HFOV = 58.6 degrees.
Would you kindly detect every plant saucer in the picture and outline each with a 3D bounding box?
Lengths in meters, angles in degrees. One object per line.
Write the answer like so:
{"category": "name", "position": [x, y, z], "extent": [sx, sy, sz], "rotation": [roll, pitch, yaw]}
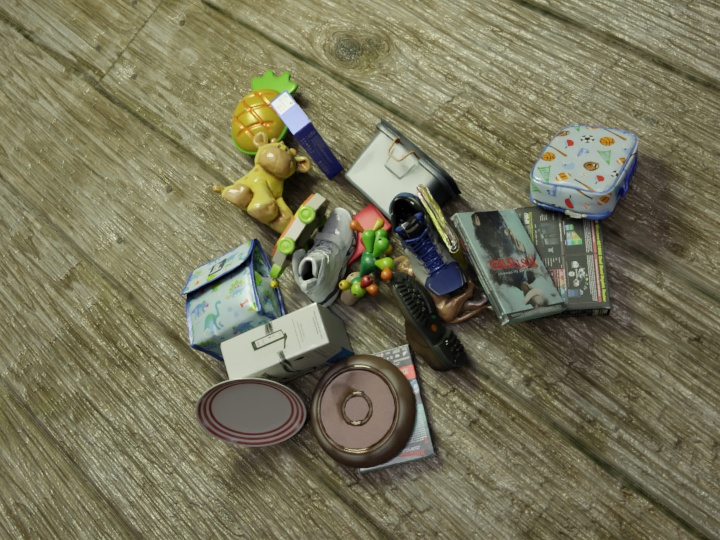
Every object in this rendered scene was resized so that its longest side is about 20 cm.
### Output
{"category": "plant saucer", "position": [-0.002, 0.248, 1.143], "extent": [0.199, 0.032, 0.201], "rotation": [-5, 74, 17]}

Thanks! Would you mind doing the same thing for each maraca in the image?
{"category": "maraca", "position": [-0.206, -0.339, 1.378], "extent": [0.136, 0.107, 0.201], "rotation": [14, 79, 18]}

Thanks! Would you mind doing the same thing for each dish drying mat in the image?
{"category": "dish drying mat", "position": [-0.032, -0.047, 1.285], "extent": [0.200, 0.018, 0.077], "rotation": [-40, 67, 4]}

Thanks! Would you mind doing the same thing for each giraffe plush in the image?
{"category": "giraffe plush", "position": [-0.184, -0.185, 1.300], "extent": [0.163, 0.172, 0.200], "rotation": [-58, 34, 0]}

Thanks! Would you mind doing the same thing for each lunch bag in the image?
{"category": "lunch bag", "position": [0.391, -0.170, 1.112], "extent": [0.160, 0.076, 0.200], "rotation": [18, 53, 29]}
{"category": "lunch bag", "position": [-0.257, 0.049, 1.278], "extent": [0.169, 0.127, 0.201], "rotation": [-26, 55, 14]}

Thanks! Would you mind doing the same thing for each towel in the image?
{"category": "towel", "position": [0.159, -0.058, 1.120], "extent": [0.023, 0.200, 0.144], "rotation": [-32, 61, 10]}

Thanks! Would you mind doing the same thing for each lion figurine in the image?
{"category": "lion figurine", "position": [0.138, 0.037, 1.179], "extent": [0.122, 0.072, 0.200], "rotation": [-45, 71, 9]}

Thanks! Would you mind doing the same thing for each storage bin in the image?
{"category": "storage bin", "position": [0.070, -0.174, 1.224], "extent": [0.134, 0.146, 0.200], "rotation": [-47, 67, 4]}

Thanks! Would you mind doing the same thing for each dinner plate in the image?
{"category": "dinner plate", "position": [-0.198, 0.255, 1.169], "extent": [0.199, 0.201, 0.024], "rotation": [-19, 40, 11]}

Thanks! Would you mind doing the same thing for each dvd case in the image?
{"category": "dvd case", "position": [0.245, -0.012, 1.063], "extent": [0.022, 0.145, 0.201], "rotation": [-46, 58, 48]}
{"category": "dvd case", "position": [0.045, 0.250, 1.163], "extent": [0.145, 0.022, 0.201], "rotation": [-18, 69, 12]}

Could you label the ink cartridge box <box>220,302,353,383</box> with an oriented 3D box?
{"category": "ink cartridge box", "position": [-0.134, 0.147, 1.191], "extent": [0.199, 0.146, 0.085], "rotation": [-24, 69, 11]}

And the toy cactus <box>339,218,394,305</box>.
{"category": "toy cactus", "position": [0.000, 0.000, 1.194], "extent": [0.102, 0.165, 0.201], "rotation": [21, 39, -13]}

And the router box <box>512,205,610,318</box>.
{"category": "router box", "position": [0.351, -0.018, 1.129], "extent": [0.149, 0.062, 0.201], "rotation": [-5, 73, 17]}

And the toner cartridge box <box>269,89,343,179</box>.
{"category": "toner cartridge box", "position": [-0.102, -0.264, 1.272], "extent": [0.043, 0.200, 0.095], "rotation": [-36, 67, 4]}

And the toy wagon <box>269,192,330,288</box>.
{"category": "toy wagon", "position": [-0.126, -0.057, 1.241], "extent": [0.039, 0.155, 0.200], "rotation": [35, 93, 4]}

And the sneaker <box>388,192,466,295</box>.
{"category": "sneaker", "position": [0.100, -0.047, 1.100], "extent": [0.080, 0.115, 0.200], "rotation": [-30, 85, 11]}

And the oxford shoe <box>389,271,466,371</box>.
{"category": "oxford shoe", "position": [0.101, 0.097, 1.147], "extent": [0.084, 0.073, 0.201], "rotation": [-33, 86, 48]}

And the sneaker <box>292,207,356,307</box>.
{"category": "sneaker", "position": [-0.067, -0.036, 1.221], "extent": [0.075, 0.115, 0.201], "rotation": [11, 79, 20]}
